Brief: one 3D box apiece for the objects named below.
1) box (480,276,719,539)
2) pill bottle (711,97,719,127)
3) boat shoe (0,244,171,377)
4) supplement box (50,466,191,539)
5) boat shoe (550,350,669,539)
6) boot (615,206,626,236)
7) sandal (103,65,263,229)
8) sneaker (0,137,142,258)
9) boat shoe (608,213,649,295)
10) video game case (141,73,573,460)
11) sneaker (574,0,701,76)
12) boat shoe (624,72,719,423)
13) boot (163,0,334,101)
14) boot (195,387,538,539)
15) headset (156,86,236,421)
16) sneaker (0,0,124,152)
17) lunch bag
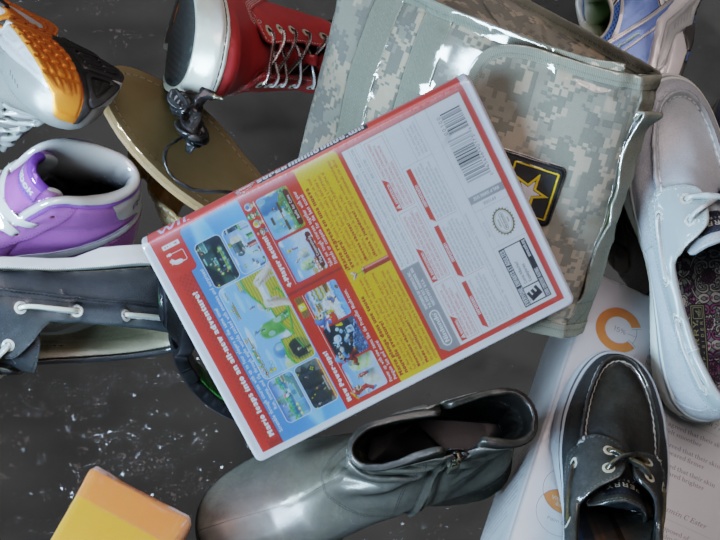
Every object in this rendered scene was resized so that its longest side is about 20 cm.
[{"bbox_3d":[0.152,0.125,1.245,0.124,0.098,0.201,23,61,-2],"label":"box"},{"bbox_3d":[0.305,-0.122,1.353,0.111,0.200,0.113,6,62,-12],"label":"pill bottle"},{"bbox_3d":[-0.192,0.029,1.213,0.198,0.076,0.061,-10,69,-22],"label":"boat shoe"},{"bbox_3d":[-0.166,0.210,1.135,0.066,0.069,0.201,28,58,1],"label":"supplement box"},{"bbox_3d":[0.140,0.130,1.150,0.068,0.057,0.201,12,61,-8],"label":"boat shoe"},{"bbox_3d":[0.112,-0.105,1.316,0.073,0.154,0.204,-27,76,-30],"label":"boot"},{"bbox_3d":[-0.090,-0.035,1.285,0.211,0.070,0.078,33,40,-22],"label":"sandal"},{"bbox_3d":[-0.223,-0.033,1.217,0.199,0.114,0.073,-13,69,-19],"label":"sneaker"},{"bbox_3d":[0.201,-0.023,1.354,0.071,0.076,0.201,-17,77,-27],"label":"boat shoe"},{"bbox_3d":[0.000,0.000,1.157,0.199,0.017,0.144,-27,108,2],"label":"video game case"},{"bbox_3d":[0.194,-0.195,1.432,0.077,0.076,0.201,24,59,-7],"label":"sneaker"},{"bbox_3d":[0.196,-0.015,1.196,0.069,0.071,0.203,-6,87,-20],"label":"boat shoe"},{"bbox_3d":[-0.045,-0.131,1.285,0.143,0.200,0.073,17,103,-8],"label":"boot"},{"bbox_3d":[-0.002,0.108,1.176,0.198,0.131,0.068,-16,74,-4],"label":"boot"},{"bbox_3d":[-0.064,-0.006,1.208,0.123,0.201,0.094,-23,32,-1],"label":"headset"},{"bbox_3d":[-0.202,-0.100,1.233,0.075,0.200,0.093,24,97,-28],"label":"sneaker"},{"bbox_3d":[0.070,-0.071,1.223,0.199,0.165,0.117,29,24,34],"label":"lunch bag"}]
